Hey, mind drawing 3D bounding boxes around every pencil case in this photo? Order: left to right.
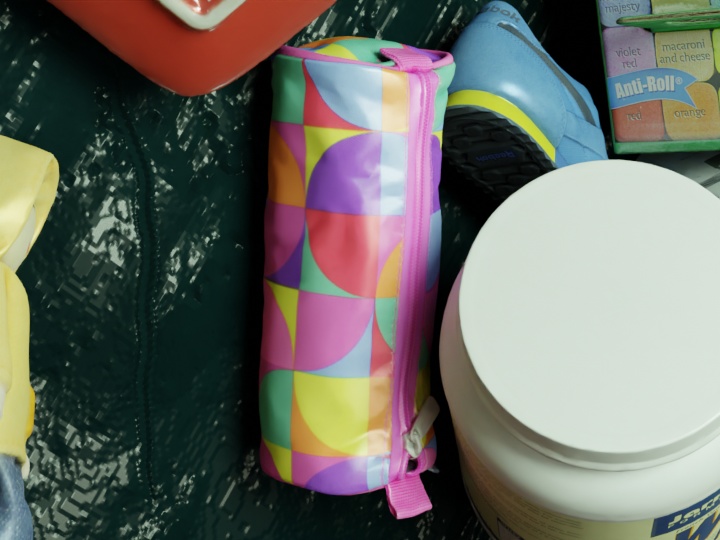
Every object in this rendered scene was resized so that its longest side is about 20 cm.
[{"bbox_3d":[0.000,0.000,0.720,0.088,0.088,0.203,-8,102,-36],"label":"pencil case"}]

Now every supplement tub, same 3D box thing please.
[{"bbox_3d":[0.109,0.052,0.726,0.146,0.144,0.200,-55,161,-16],"label":"supplement tub"}]

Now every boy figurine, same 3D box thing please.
[{"bbox_3d":[-0.136,0.047,0.612,0.064,0.125,0.202,-5,70,-8],"label":"boy figurine"}]

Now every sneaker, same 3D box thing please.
[{"bbox_3d":[0.104,-0.048,0.803,0.200,0.065,0.079,48,50,-40],"label":"sneaker"}]

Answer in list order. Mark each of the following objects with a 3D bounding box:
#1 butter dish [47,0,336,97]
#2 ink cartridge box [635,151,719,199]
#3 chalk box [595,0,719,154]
[{"bbox_3d":[-0.063,-0.202,0.603,0.199,0.149,0.199,-36,130,22],"label":"butter dish"},{"bbox_3d":[0.213,0.012,0.793,0.083,0.200,0.147,-20,103,0],"label":"ink cartridge box"},{"bbox_3d":[0.186,-0.128,0.773,0.200,0.123,0.125,-34,119,-52],"label":"chalk box"}]
